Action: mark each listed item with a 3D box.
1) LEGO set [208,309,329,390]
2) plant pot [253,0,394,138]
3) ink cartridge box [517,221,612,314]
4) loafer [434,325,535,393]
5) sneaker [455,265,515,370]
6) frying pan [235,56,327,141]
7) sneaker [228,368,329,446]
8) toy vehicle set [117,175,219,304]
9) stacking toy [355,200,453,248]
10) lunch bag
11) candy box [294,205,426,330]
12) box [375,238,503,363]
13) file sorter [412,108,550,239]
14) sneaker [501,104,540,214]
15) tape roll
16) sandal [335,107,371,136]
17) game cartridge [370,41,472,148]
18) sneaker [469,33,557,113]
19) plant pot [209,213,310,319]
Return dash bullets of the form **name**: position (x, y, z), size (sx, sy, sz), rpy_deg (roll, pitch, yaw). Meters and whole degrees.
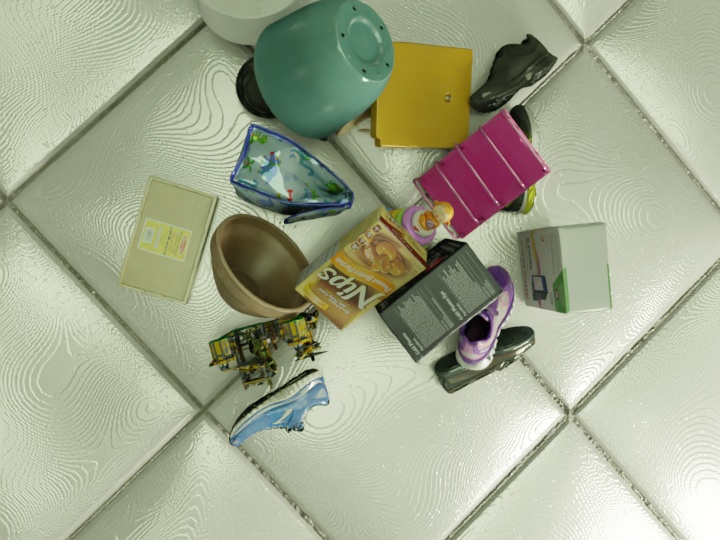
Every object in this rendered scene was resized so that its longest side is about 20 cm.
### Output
- **LEGO set**: position (-0.154, 0.150, 1.089), size (0.197, 0.154, 0.118), rpy_deg (-15, 93, -3)
- **plant pot**: position (-0.044, -0.332, 1.006), size (0.199, 0.160, 0.204), rpy_deg (10, 74, -41)
- **ink cartridge box**: position (0.356, -0.005, 1.122), size (0.086, 0.200, 0.148), rpy_deg (-6, 92, -3)
- **loafer**: position (0.236, 0.166, 1.184), size (0.198, 0.072, 0.064), rpy_deg (-22, 113, 1)
- **sneaker**: position (0.224, 0.074, 1.137), size (0.079, 0.089, 0.202), rpy_deg (13, 65, 24)
- **frying pan**: position (-0.132, -0.316, 1.141), size (0.188, 0.031, 0.116), rpy_deg (20, 86, -7)
- **sneaker**: position (-0.142, 0.260, 1.126), size (0.198, 0.079, 0.090), rpy_deg (-30, 92, -6)
- **toy vehicle set**: position (-0.339, -0.053, 1.123), size (0.123, 0.027, 0.203), rpy_deg (17, 89, -7)
- **stacking toy**: position (0.089, -0.069, 1.077), size (0.109, 0.199, 0.117), rpy_deg (-33, 94, -36)
- **lunch bag**: position (-0.112, -0.145, 1.077), size (0.197, 0.170, 0.129), rpy_deg (20, 88, -9)
- **candy box**: position (0.000, 0.000, 1.050), size (0.199, 0.056, 0.115), rpy_deg (-38, 110, 26)
- **box**: position (0.122, 0.043, 1.085), size (0.182, 0.200, 0.104), rpy_deg (-40, 95, 1)
- **file sorter**: position (0.208, -0.165, 1.100), size (0.199, 0.125, 0.140), rpy_deg (-38, 88, 17)
- **sneaker**: position (0.280, -0.205, 1.172), size (0.083, 0.074, 0.203), rpy_deg (-1, 91, -6)
- **tape roll**: position (-0.187, -0.491, 1.084), size (0.199, 0.071, 0.206), rpy_deg (1, 72, -2)
- **sandal**: position (0.058, -0.284, 1.143), size (0.211, 0.078, 0.070), rpy_deg (-38, 89, -10)
- **game cartridge**: position (0.109, -0.308, 1.126), size (0.197, 0.032, 0.179), rpy_deg (-4, 103, -26)
- **sneaker**: position (0.269, -0.365, 1.174), size (0.199, 0.076, 0.091), rpy_deg (-36, 86, -20)
- **plant pot**: position (-0.182, 0.010, 1.086), size (0.201, 0.201, 0.093), rpy_deg (45, 120, -6)
